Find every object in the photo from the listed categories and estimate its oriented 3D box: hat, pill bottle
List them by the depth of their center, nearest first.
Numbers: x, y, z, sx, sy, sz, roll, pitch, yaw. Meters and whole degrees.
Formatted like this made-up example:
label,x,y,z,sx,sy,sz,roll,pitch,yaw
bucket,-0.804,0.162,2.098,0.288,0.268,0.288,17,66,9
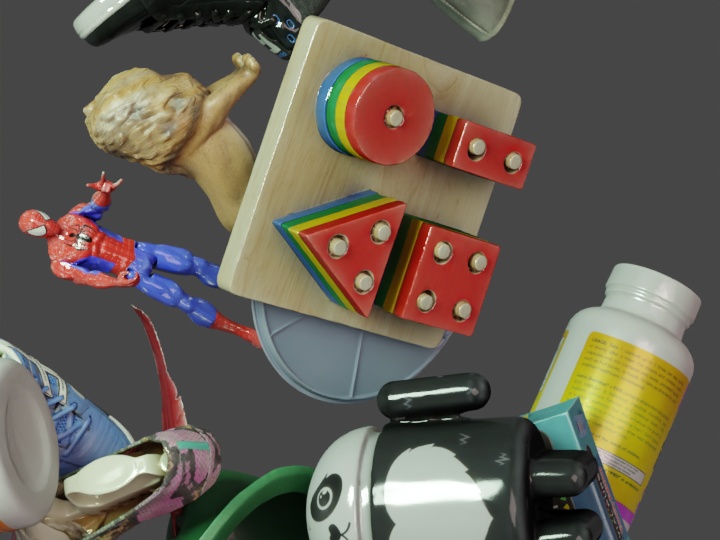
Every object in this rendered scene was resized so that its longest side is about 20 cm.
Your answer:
label,x,y,z,sx,sy,sz,roll,pitch,yaw
pill bottle,-0.309,0.129,1.335,0.199,0.113,0.113,-12,91,13
hat,-0.129,0.175,1.474,0.200,0.176,0.166,-54,146,-13
pill bottle,0.189,0.100,1.551,0.104,0.104,0.200,28,79,-16

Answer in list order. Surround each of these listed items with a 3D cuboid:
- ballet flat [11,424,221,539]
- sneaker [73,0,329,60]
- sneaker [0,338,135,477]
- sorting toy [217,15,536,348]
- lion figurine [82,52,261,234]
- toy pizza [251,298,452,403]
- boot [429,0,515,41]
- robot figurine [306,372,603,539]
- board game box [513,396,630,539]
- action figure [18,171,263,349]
label,x,y,z,sx,sy,sz,roll,pitch,yaw
ballet flat,-0.185,0.157,1.382,0.071,0.200,0.069,22,45,-51
sneaker,-0.101,-0.190,1.482,0.200,0.073,0.112,-34,97,-19
sneaker,-0.241,0.097,1.415,0.200,0.077,0.076,31,76,-17
sorting toy,0.024,-0.053,1.442,0.198,0.070,0.201,16,94,-38
lion figurine,-0.099,-0.079,1.476,0.122,0.072,0.200,-43,110,-6
toy pizza,0.000,0.000,1.505,0.200,0.032,0.201,-11,110,-33
boot,0.039,-0.290,1.537,0.200,0.073,0.182,25,60,-23
robot figurine,0.062,0.163,1.389,0.199,0.125,0.151,-4,53,15
board game box,0.089,0.195,1.482,0.200,0.047,0.151,-19,94,20
action figure,-0.144,-0.007,1.446,0.199,0.099,0.065,20,72,-15
